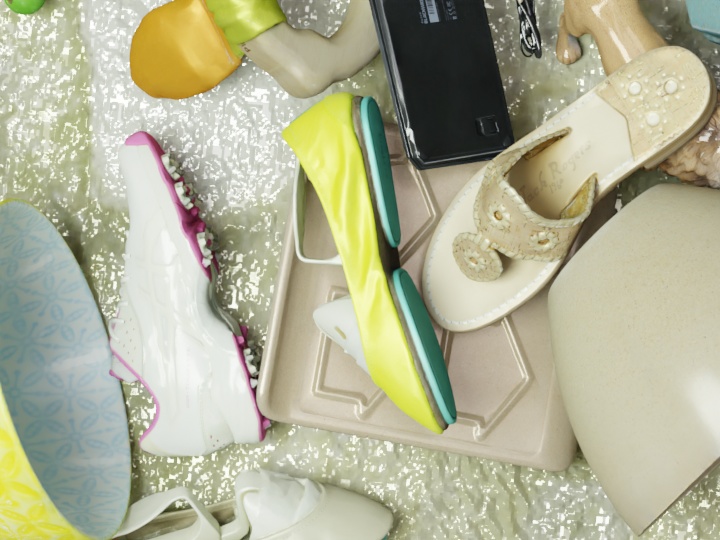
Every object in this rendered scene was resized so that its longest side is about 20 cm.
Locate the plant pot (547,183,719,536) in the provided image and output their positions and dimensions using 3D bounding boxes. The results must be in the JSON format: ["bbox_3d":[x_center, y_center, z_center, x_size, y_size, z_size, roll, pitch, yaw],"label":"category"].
[{"bbox_3d":[0.182,0.031,0.921,0.200,0.200,0.135,-43,76,-1],"label":"plant pot"}]

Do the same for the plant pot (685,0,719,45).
[{"bbox_3d":[0.284,-0.206,0.915,0.194,0.196,0.202,17,100,-15],"label":"plant pot"}]

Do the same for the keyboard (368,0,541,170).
[{"bbox_3d":[0.056,-0.164,0.972,0.126,0.021,0.202,-10,87,-31],"label":"keyboard"}]

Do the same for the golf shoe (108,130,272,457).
[{"bbox_3d":[-0.121,0.018,0.989,0.091,0.075,0.202,-20,85,4],"label":"golf shoe"}]

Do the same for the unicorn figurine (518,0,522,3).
[{"bbox_3d":[0.087,-0.284,0.966,0.137,0.074,0.201,32,57,-18],"label":"unicorn figurine"}]

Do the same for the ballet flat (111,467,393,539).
[{"bbox_3d":[-0.081,0.154,0.975,0.198,0.069,0.070,-15,86,1],"label":"ballet flat"}]

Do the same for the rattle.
[{"bbox_3d":[-0.036,-0.189,1.014,0.130,0.143,0.201,32,60,-9],"label":"rattle"}]

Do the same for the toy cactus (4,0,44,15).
[{"bbox_3d":[-0.195,-0.266,1.007,0.163,0.102,0.202,-12,77,-8],"label":"toy cactus"}]

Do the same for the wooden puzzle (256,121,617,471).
[{"bbox_3d":[0.046,0.013,0.989,0.198,0.046,0.187,11,85,-8],"label":"wooden puzzle"}]

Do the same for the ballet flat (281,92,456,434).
[{"bbox_3d":[0.000,0.000,0.934,0.066,0.067,0.202,-16,85,12],"label":"ballet flat"}]

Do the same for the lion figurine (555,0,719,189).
[{"bbox_3d":[0.163,-0.124,0.960,0.072,0.122,0.200,-42,85,-1],"label":"lion figurine"}]

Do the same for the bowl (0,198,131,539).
[{"bbox_3d":[-0.216,0.070,0.930,0.107,0.200,0.202,-17,86,8],"label":"bowl"}]

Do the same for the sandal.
[{"bbox_3d":[0.099,-0.050,0.902,0.211,0.069,0.078,-42,69,17],"label":"sandal"}]
